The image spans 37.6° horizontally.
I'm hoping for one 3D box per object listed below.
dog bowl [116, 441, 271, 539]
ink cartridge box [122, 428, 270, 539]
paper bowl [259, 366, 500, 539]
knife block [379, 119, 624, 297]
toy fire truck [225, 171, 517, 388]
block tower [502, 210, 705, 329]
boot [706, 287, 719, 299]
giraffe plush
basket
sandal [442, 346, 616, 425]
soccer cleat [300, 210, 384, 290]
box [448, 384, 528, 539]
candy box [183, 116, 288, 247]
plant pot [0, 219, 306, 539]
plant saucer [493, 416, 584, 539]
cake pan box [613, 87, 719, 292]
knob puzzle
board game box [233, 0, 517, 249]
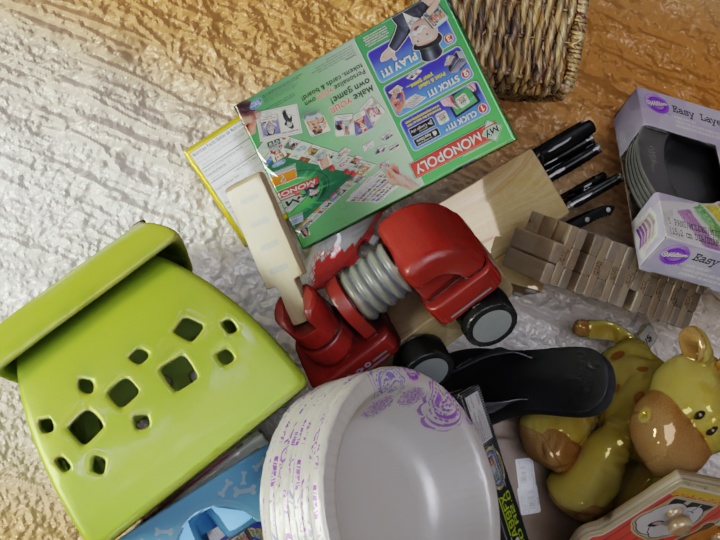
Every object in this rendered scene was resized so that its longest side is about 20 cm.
[{"bbox_3d":[-0.124,0.202,0.850,0.199,0.112,0.050,-32,81,-9],"label":"dog bowl"},{"bbox_3d":[-0.136,0.237,0.915,0.200,0.037,0.095,-38,96,-11],"label":"ink cartridge box"},{"bbox_3d":[0.006,0.178,0.779,0.200,0.104,0.202,21,61,-43],"label":"paper bowl"},{"bbox_3d":[0.133,-0.073,0.964,0.199,0.064,0.177,15,83,-6],"label":"knife block"},{"bbox_3d":[0.000,0.000,0.837,0.176,0.129,0.200,-37,135,9],"label":"toy fire truck"},{"bbox_3d":[0.221,0.002,0.926,0.199,0.058,0.054,16,98,-35],"label":"block tower"},{"bbox_3d":[0.395,0.001,0.997,0.200,0.073,0.090,41,66,-4],"label":"boot"},{"bbox_3d":[0.258,0.127,0.897,0.172,0.162,0.201,31,73,-19],"label":"giraffe plush"},{"bbox_3d":[0.120,-0.253,0.932,0.148,0.143,0.202,6,96,-2],"label":"basket"},{"bbox_3d":[0.117,0.096,0.907,0.199,0.043,0.077,-15,62,32],"label":"sandal"},{"bbox_3d":[-0.008,-0.068,0.929,0.085,0.069,0.200,37,98,-9],"label":"soccer cleat"},{"bbox_3d":[0.054,0.214,0.898,0.159,0.044,0.201,-18,88,27],"label":"box"},{"bbox_3d":[-0.050,-0.118,0.961,0.199,0.026,0.103,-34,90,-9],"label":"candy box"},{"bbox_3d":[-0.173,0.083,0.848,0.200,0.199,0.182,-37,86,-10],"label":"plant pot"},{"bbox_3d":[0.122,0.218,0.957,0.198,0.029,0.202,1,84,-7],"label":"plant saucer"},{"bbox_3d":[0.324,-0.064,0.941,0.199,0.052,0.185,14,48,-13],"label":"cake pan box"},{"bbox_3d":[0.257,0.244,0.905,0.218,0.220,0.031,-9,52,-8],"label":"knob puzzle"},{"bbox_3d":[0.011,-0.121,0.869,0.199,0.029,0.135,-26,90,15],"label":"board game box"}]
